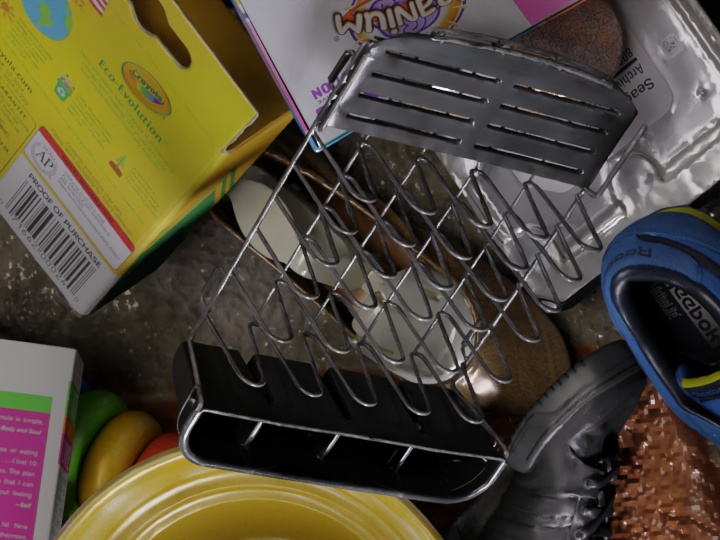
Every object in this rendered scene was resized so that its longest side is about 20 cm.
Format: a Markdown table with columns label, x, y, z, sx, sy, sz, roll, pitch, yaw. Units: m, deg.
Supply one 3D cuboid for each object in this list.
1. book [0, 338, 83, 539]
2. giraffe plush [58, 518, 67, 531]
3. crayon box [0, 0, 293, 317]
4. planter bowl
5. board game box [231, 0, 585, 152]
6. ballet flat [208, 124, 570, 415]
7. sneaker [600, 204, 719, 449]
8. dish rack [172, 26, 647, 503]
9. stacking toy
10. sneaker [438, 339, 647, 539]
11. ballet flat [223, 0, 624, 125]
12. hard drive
| label | x | y | z | sx | sy | sz | roll | pitch | yaw |
| --- | --- | --- | --- | --- | --- | --- | --- | --- | --- |
| book | -0.201 | 0.127 | 1.300 | 0.133 | 0.048 | 0.201 | 6 | 74 | 5 |
| giraffe plush | -0.179 | 0.191 | 1.371 | 0.162 | 0.173 | 0.201 | -6 | 68 | 18 |
| crayon box | -0.104 | -0.078 | 1.248 | 0.127 | 0.051 | 0.200 | 53 | 145 | 4 |
| planter bowl | -0.044 | 0.169 | 1.272 | 0.200 | 0.083 | 0.201 | 0 | 91 | 4 |
| board game box | 0.001 | -0.167 | 1.122 | 0.153 | 0.040 | 0.200 | -29 | 117 | -1 |
| ballet flat | 0.000 | 0.000 | 1.281 | 0.200 | 0.072 | 0.068 | 41 | 111 | 18 |
| sneaker | 0.166 | 0.063 | 1.183 | 0.066 | 0.078 | 0.200 | -40 | 92 | 24 |
| dish rack | 0.023 | -0.002 | 1.170 | 0.200 | 0.153 | 0.055 | -58 | 39 | 28 |
| stacking toy | -0.124 | 0.090 | 1.360 | 0.199 | 0.085 | 0.086 | 22 | 106 | 19 |
| sneaker | 0.088 | 0.131 | 1.261 | 0.104 | 0.060 | 0.200 | 46 | 120 | 18 |
| ballet flat | 0.009 | -0.094 | 1.225 | 0.199 | 0.067 | 0.068 | 4 | 99 | 28 |
| hard drive | 0.078 | -0.101 | 1.246 | 0.140 | 0.038 | 0.200 | -38 | 79 | 27 |
